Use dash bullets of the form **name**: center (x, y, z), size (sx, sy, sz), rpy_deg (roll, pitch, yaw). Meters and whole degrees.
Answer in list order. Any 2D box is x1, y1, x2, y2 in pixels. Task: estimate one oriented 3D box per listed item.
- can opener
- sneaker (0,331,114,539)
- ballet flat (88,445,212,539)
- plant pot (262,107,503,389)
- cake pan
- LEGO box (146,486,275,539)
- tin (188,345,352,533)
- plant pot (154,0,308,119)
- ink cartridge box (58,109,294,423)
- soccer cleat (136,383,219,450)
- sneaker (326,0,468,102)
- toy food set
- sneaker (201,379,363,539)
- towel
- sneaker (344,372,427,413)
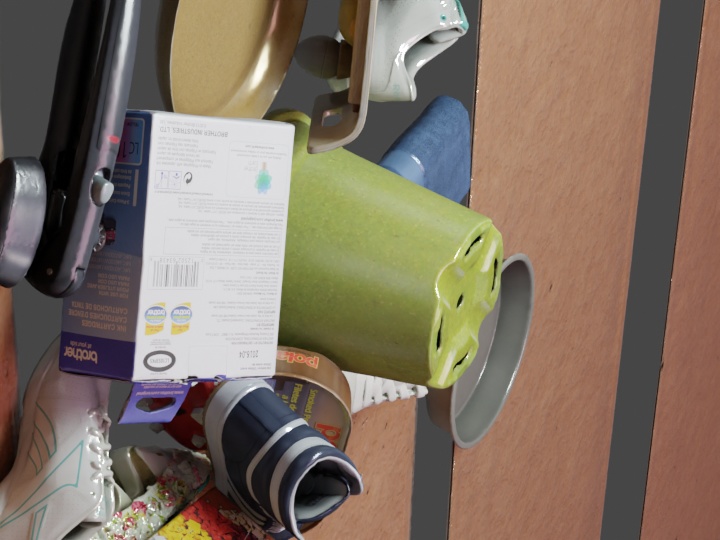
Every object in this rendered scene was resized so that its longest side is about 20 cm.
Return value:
- **can opener**: center (-0.171, -0.081, 1.402), size (0.079, 0.063, 0.202), rpy_deg (24, 84, -68)
- **sneaker**: center (-0.188, 0.126, 1.500), size (0.202, 0.080, 0.070), rpy_deg (-69, 157, -13)
- **ballet flat**: center (-0.164, 0.160, 1.611), size (0.064, 0.075, 0.200), rpy_deg (64, 29, -12)
- **plant pot**: center (0.000, 0.000, 1.726), size (0.201, 0.183, 0.202), rpy_deg (-50, 150, -44)
- **cake pan**: center (0.117, 0.075, 2.283), size (0.200, 0.036, 0.201), rpy_deg (-51, 150, -44)
- **LEGO box**: center (-0.153, 0.267, 1.597), size (0.201, 0.077, 0.149), rpy_deg (-56, 169, 30)
- **tin**: center (-0.067, 0.130, 1.728), size (0.201, 0.111, 0.042), rpy_deg (106, -6, -46)
- **plant pot**: center (-0.090, -0.180, 1.581), size (0.200, 0.027, 0.201), rpy_deg (-51, 151, -43)
- **ink cartridge box**: center (-0.119, 0.000, 1.484), size (0.136, 0.076, 0.202), rpy_deg (1, 93, -49)
- **soccer cleat**: center (-0.119, 0.038, 1.613), size (0.085, 0.068, 0.201), rpy_deg (-50, 142, -42)
- **sneaker**: center (0.050, -0.216, 1.817), size (0.201, 0.088, 0.075), rpy_deg (-66, 157, -17)
- **toy food set**: center (-0.016, -0.200, 1.676), size (0.144, 0.060, 0.202), rpy_deg (-84, 180, -71)
- **sneaker**: center (-0.049, 0.161, 1.635), size (0.070, 0.108, 0.201), rpy_deg (-41, 149, -18)
- **towel**: center (0.032, -0.057, 1.952), size (0.200, 0.048, 0.112), rpy_deg (-51, 150, -43)
- **sneaker**: center (0.016, 0.079, 1.973), size (0.200, 0.080, 0.077), rpy_deg (-39, 142, -54)
